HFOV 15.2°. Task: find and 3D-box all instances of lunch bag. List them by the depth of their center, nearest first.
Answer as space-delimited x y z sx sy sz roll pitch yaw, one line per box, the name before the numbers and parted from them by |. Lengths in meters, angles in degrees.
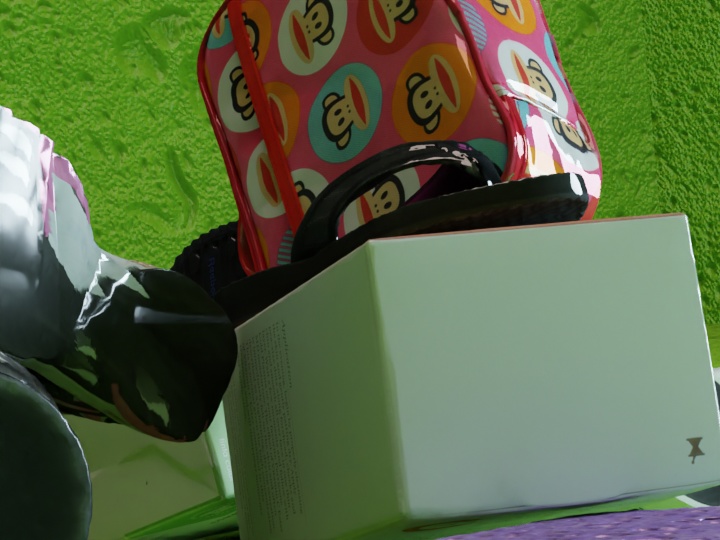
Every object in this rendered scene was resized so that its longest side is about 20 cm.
lunch bag | 0.005 -0.059 1.167 0.082 0.201 0.176 17 -47 -42

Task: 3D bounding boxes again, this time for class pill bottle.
pill bottle | -0.161 0.076 0.927 0.111 0.113 0.200 -5 0 -22

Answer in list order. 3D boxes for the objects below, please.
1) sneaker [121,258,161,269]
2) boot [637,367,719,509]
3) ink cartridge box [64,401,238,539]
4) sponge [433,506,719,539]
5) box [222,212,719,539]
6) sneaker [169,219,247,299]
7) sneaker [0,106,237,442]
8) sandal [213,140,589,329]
sneaker | -0.144 0.065 1.295 0.070 0.109 0.200 37 24 12
boot | 0.091 0.078 1.174 0.143 0.073 0.200 -9 -6 22
ink cartridge box | -0.042 0.077 1.220 0.117 0.068 0.199 -24 -11 38
sponge | 0.061 0.097 0.819 0.111 0.030 0.199 -4 0 38
box | 0.034 0.050 1.000 0.124 0.098 0.200 -5 -9 -20
sneaker | 0.000 0.000 1.256 0.199 0.066 0.078 -17 -27 41
sneaker | -0.136 0.009 0.987 0.086 0.081 0.200 -3 -35 35
sandal | 0.006 -0.017 1.025 0.075 0.048 0.200 -1 -13 -38
